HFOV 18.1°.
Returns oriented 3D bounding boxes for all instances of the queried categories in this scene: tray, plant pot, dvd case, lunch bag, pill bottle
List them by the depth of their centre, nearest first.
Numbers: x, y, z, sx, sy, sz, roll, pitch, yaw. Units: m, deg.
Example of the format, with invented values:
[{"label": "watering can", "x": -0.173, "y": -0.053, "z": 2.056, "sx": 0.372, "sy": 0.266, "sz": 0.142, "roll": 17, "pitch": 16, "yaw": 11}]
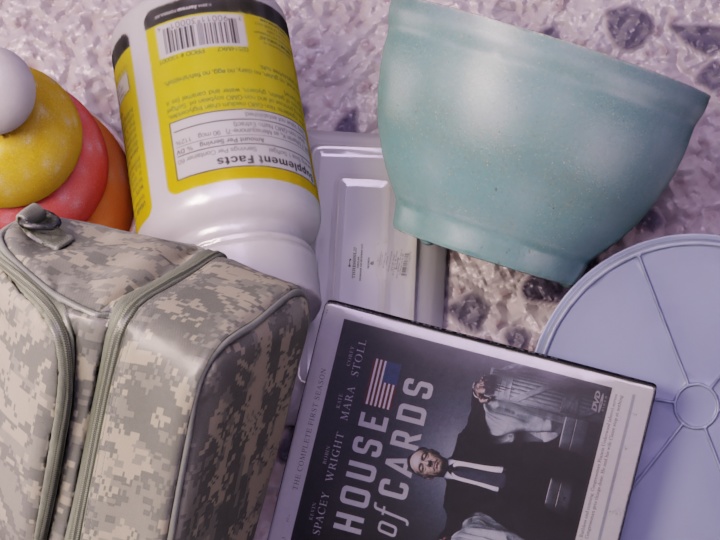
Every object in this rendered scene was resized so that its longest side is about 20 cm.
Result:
[{"label": "lunch bag", "x": -0.141, "y": 0.080, "z": 1.260, "sx": 0.167, "sy": 0.202, "sz": 0.139, "roll": 23, "pitch": 26, "yaw": 19}, {"label": "dvd case", "x": 0.058, "y": 0.114, "z": 1.313, "sx": 0.198, "sy": 0.025, "sz": 0.152, "roll": 14, "pitch": 91, "yaw": 6}, {"label": "plant pot", "x": 0.093, "y": -0.070, "z": 1.352, "sx": 0.199, "sy": 0.200, "sz": 0.135, "roll": 19, "pitch": 94, "yaw": 9}, {"label": "pill bottle", "x": -0.085, "y": -0.063, "z": 1.376, "sx": 0.113, "sy": 0.115, "sz": 0.202, "roll": -9, "pitch": 66, "yaw": -3}, {"label": "tray", "x": 0.000, "y": 0.000, "z": 1.398, "sx": 0.106, "sy": 0.022, "sz": 0.202, "roll": 3, "pitch": 66, "yaw": 1}]

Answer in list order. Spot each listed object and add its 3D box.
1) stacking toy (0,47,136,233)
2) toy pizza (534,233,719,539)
[{"label": "stacking toy", "x": -0.207, "y": -0.076, "z": 1.336, "sx": 0.145, "sy": 0.200, "sz": 0.147, "roll": 0, "pitch": 65, "yaw": 0}, {"label": "toy pizza", "x": 0.196, "y": 0.080, "z": 1.333, "sx": 0.198, "sy": 0.032, "sz": 0.202, "roll": 0, "pitch": 88, "yaw": 3}]
